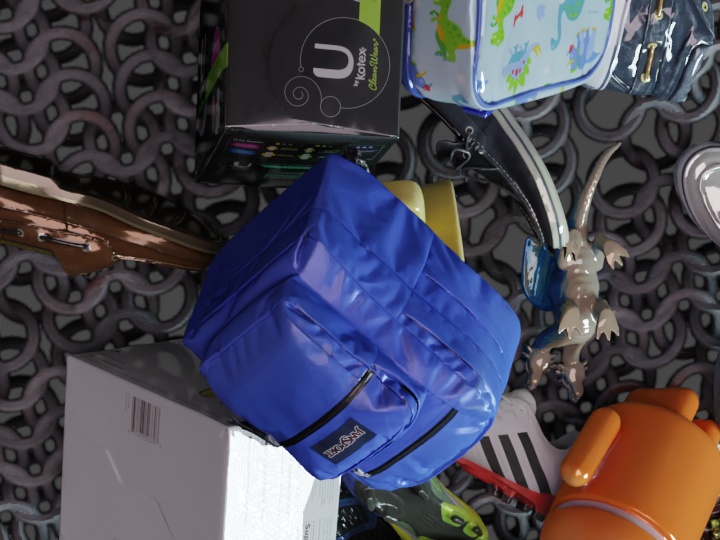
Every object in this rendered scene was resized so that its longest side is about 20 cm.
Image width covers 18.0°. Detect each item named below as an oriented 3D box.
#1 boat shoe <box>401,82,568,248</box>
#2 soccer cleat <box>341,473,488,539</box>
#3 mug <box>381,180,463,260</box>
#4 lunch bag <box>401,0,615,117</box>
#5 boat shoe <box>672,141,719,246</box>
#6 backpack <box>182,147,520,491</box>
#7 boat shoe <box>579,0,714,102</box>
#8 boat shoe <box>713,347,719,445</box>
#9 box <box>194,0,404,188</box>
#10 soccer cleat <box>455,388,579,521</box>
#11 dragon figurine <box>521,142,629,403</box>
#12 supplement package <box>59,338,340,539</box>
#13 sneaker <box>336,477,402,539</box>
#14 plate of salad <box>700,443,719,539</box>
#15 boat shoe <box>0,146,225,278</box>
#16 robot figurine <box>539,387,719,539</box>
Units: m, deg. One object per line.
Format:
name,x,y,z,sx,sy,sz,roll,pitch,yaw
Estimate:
boat shoe,0.088,-0.096,1.688,0.062,0.075,0.201,-34,84,-2
soccer cleat,0.042,0.174,1.753,0.064,0.084,0.200,-34,140,6
mug,0.000,0.001,1.677,0.152,0.150,0.188,-7,116,2
lunch bag,0.105,-0.198,1.605,0.082,0.199,0.162,13,110,33
boat shoe,0.322,-0.019,1.765,0.071,0.070,0.200,-41,106,3
backpack,-0.003,0.058,1.527,0.200,0.169,0.162,38,133,-19
boat shoe,0.227,-0.227,1.704,0.090,0.071,0.202,10,109,-12
boat shoe,0.317,0.066,1.747,0.066,0.074,0.201,1,138,-2
box,-0.046,-0.146,1.589,0.123,0.200,0.150,3,81,-9
soccer cleat,0.091,0.120,1.766,0.199,0.069,0.086,31,85,-21
dragon figurine,0.160,0.003,1.746,0.058,0.099,0.202,0,91,-18
supplement package,-0.119,0.152,1.658,0.110,0.199,0.157,-7,107,-41
sneaker,-0.013,0.225,1.781,0.077,0.076,0.201,-10,120,33
plate of salad,0.308,0.234,1.837,0.198,0.048,0.202,-2,103,-8
boat shoe,-0.202,-0.031,1.685,0.198,0.072,0.068,19,104,-3
robot figurine,0.209,0.183,1.740,0.116,0.144,0.201,23,57,13
